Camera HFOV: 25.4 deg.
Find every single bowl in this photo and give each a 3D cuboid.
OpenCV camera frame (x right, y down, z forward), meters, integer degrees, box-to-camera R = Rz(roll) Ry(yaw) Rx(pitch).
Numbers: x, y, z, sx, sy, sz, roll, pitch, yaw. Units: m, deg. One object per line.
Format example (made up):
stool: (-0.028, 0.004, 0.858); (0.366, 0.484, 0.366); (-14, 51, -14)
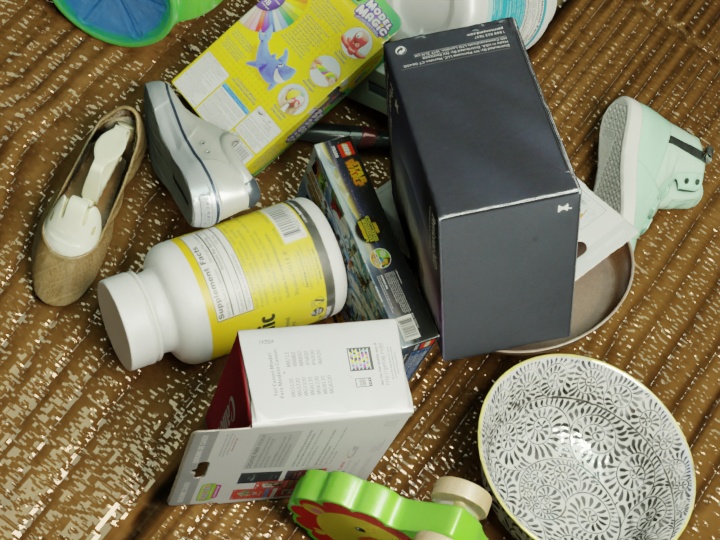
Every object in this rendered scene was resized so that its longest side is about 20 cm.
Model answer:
bowl: (0.181, 0.182, 1.388); (0.200, 0.094, 0.201); (9, 54, -13)

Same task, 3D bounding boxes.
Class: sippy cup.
sippy cup: (-0.214, -0.304, 1.508); (0.178, 0.139, 0.131); (39, 49, -22)

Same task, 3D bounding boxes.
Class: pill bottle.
pill bottle: (0.113, -0.259, 1.537); (0.200, 0.111, 0.111); (-16, 67, -55)
pill bottle: (-0.122, 0.016, 1.389); (0.199, 0.111, 0.112); (-19, 72, -20)

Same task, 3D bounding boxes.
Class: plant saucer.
plant saucer: (0.151, 0.006, 1.465); (0.199, 0.032, 0.201); (-6, 48, 7)

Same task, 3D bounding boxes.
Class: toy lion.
toy lion: (0.043, 0.226, 1.314); (0.200, 0.191, 0.069); (45, 57, -37)

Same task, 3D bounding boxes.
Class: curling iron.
curling iron: (0.000, -0.133, 1.535); (0.199, 0.026, 0.050); (-2, 46, -9)

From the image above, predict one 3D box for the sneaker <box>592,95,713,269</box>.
sneaker: (0.282, -0.058, 1.541); (0.118, 0.074, 0.201); (19, 74, -24)

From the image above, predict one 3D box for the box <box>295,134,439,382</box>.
box: (0.000, 0.000, 1.411); (0.040, 0.137, 0.201); (-17, 72, -19)

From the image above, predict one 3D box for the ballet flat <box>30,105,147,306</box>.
ballet flat: (-0.240, -0.066, 1.419); (0.068, 0.072, 0.201); (24, 63, -2)

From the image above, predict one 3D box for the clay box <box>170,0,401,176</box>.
clay box: (-0.064, -0.197, 1.485); (0.200, 0.048, 0.115); (-40, 78, 3)

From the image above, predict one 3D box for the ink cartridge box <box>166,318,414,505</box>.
ink cartridge box: (-0.068, 0.120, 1.303); (0.175, 0.200, 0.084); (-4, 66, -16)

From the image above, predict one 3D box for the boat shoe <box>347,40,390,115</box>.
boat shoe: (0.059, -0.174, 1.513); (0.201, 0.070, 0.071); (34, 53, 31)

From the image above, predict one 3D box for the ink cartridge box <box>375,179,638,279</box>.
ink cartridge box: (0.130, -0.042, 1.474); (0.162, 0.050, 0.200); (-35, 62, -20)

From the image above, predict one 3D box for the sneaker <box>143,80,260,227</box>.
sneaker: (-0.145, -0.106, 1.434); (0.071, 0.073, 0.200); (-10, 42, -19)

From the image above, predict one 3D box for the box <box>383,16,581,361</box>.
box: (0.098, -0.066, 1.338); (0.123, 0.200, 0.199); (-13, 53, -5)
